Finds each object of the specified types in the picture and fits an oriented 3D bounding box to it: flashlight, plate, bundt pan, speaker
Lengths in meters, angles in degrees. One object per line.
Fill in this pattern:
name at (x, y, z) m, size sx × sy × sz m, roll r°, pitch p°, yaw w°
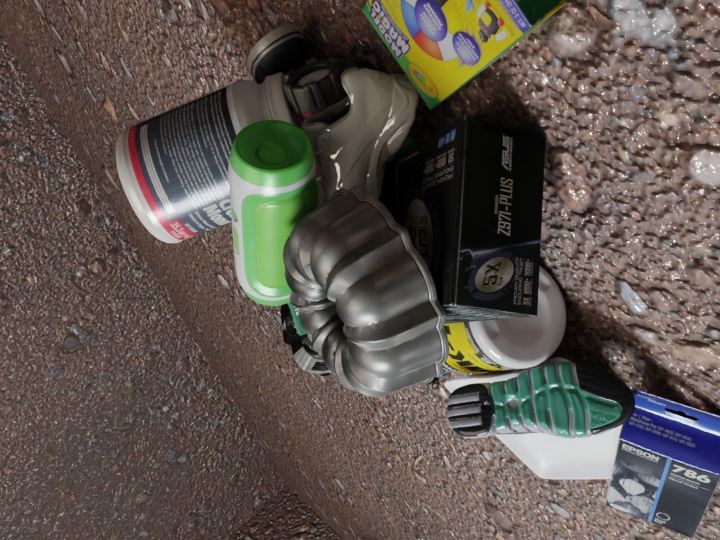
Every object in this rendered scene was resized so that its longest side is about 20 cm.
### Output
flashlight at (-0.021, -0.131, 0.813) m, size 0.067 × 0.068 × 0.201 m, roll 3°, pitch 133°, yaw 31°
plate at (0.226, 0.172, 0.861) m, size 0.200 × 0.032 × 0.199 m, roll 45°, pitch 147°, yaw -15°
bundt pan at (-0.008, 0.029, 0.684) m, size 0.202 × 0.075 × 0.203 m, roll 47°, pitch 152°, yaw 36°
speaker at (-0.090, -0.053, 0.755) m, size 0.088 × 0.088 × 0.201 m, roll 41°, pitch 148°, yaw 25°

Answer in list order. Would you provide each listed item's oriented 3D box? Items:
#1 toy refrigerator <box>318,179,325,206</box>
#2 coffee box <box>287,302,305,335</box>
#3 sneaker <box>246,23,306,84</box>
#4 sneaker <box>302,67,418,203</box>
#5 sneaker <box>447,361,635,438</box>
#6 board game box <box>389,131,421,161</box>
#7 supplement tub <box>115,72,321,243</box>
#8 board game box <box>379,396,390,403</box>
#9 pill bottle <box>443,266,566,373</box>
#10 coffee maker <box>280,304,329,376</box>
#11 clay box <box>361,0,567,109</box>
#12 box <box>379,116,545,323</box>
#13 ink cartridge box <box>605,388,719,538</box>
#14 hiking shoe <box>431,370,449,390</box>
toy refrigerator at (-0.089, -0.106, 0.947) m, size 0.200 × 0.070 × 0.076 m, roll 42°, pitch 160°, yaw -4°
coffee box at (0.000, 0.000, 0.909) m, size 0.124 × 0.198 × 0.044 m, roll 73°, pitch 178°, yaw -45°
sneaker at (-0.089, -0.224, 0.901) m, size 0.080 × 0.078 × 0.200 m, roll 56°, pitch 170°, yaw 3°
sneaker at (-0.018, -0.117, 0.748) m, size 0.078 × 0.098 × 0.202 m, roll -97°, pitch 26°, yaw -59°
sneaker at (0.194, 0.139, 0.780) m, size 0.198 × 0.075 × 0.087 m, roll -9°, pitch 165°, yaw 34°
board game box at (-0.001, -0.131, 0.914) m, size 0.153 × 0.040 × 0.201 m, roll 45°, pitch 158°, yaw 19°
supplement tub at (-0.156, -0.126, 0.827) m, size 0.140 × 0.198 × 0.142 m, roll -20°, pitch -90°, yaw -82°
board game box at (0.006, 0.132, 1.306) m, size 0.151 × 0.046 × 0.201 m, roll 42°, pitch 157°, yaw 23°
pill bottle at (0.133, 0.059, 0.840) m, size 0.115 × 0.114 × 0.200 m, roll 53°, pitch 159°, yaw -3°
coffee maker at (-0.043, 0.043, 1.124) m, size 0.133 × 0.194 × 0.200 m, roll 18°, pitch 155°, yaw -9°
clay box at (0.072, -0.217, 0.621) m, size 0.115 × 0.047 × 0.200 m, roll 54°, pitch 158°, yaw -4°
box at (0.083, -0.036, 0.714) m, size 0.200 × 0.085 × 0.166 m, roll 166°, pitch 110°, yaw -68°
ink cartridge box at (0.314, 0.204, 0.761) m, size 0.098 × 0.039 × 0.201 m, roll 16°, pitch 143°, yaw 26°
hiking shoe at (0.064, 0.089, 1.063) m, size 0.199 × 0.086 × 0.075 m, roll 30°, pitch 150°, yaw 45°
